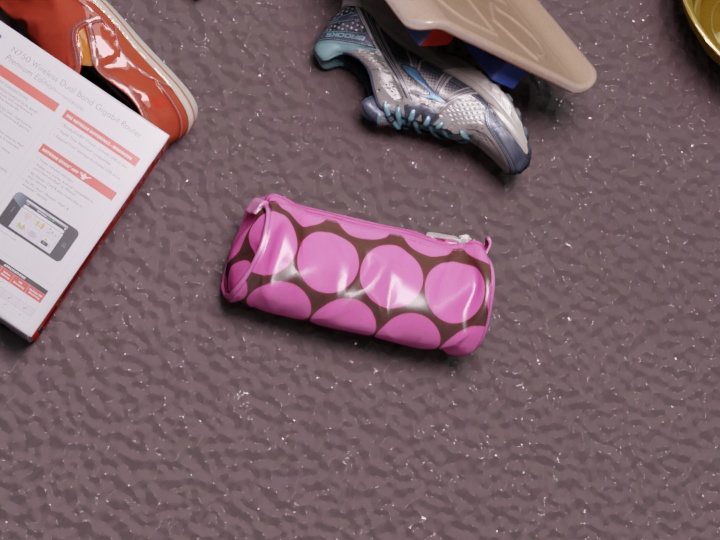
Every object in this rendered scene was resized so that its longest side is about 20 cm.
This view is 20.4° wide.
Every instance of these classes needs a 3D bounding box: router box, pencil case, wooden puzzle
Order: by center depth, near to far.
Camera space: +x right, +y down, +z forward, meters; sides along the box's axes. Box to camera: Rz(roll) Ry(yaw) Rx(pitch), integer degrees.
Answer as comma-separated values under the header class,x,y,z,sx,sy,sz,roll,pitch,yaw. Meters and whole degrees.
class,x,y,z,sx,sy,sz,roll,pitch,yaw
router box,-0.268,-0.076,1.445,0.200,0.049,0.180,35,81,-2
pencil case,0.000,0.000,1.507,0.200,0.091,0.094,12,102,-15
wooden puzzle,0.069,-0.210,1.564,0.200,0.046,0.185,13,32,-42

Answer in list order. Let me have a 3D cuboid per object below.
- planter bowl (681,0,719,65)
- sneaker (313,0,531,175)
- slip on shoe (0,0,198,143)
class,x,y,z,sx,sy,sz,roll,pitch,yaw
planter bowl,0.343,-0.223,1.695,0.200,0.083,0.201,6,68,-15
sneaker,0.047,-0.135,1.587,0.200,0.078,0.086,42,76,9
slip on shoe,-0.212,-0.164,1.508,0.200,0.074,0.061,44,54,-4
